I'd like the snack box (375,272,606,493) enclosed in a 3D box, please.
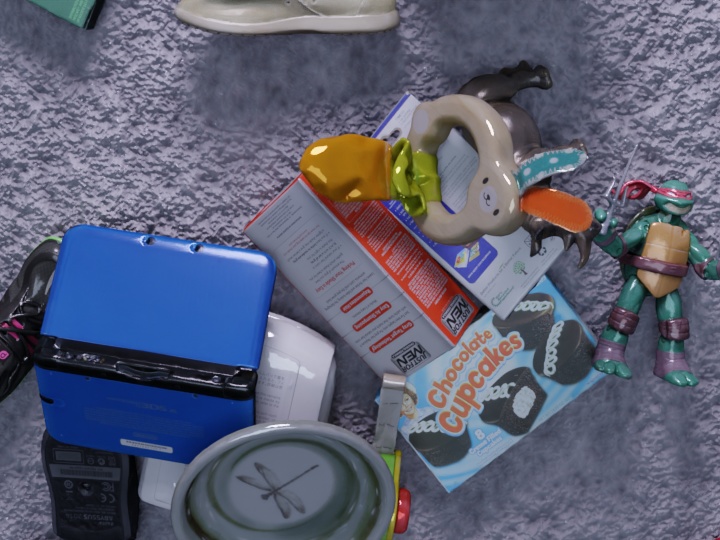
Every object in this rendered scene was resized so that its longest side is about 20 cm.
[{"bbox_3d":[0.124,0.101,1.174,0.199,0.037,0.117,-39,96,11],"label":"snack box"}]

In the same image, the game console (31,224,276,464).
[{"bbox_3d":[-0.180,0.072,1.129,0.197,0.119,0.172,9,133,5],"label":"game console"}]

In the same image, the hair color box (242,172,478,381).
[{"bbox_3d":[0.000,0.000,1.128,0.200,0.061,0.101,48,134,-6],"label":"hair color box"}]

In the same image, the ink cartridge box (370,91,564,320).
[{"bbox_3d":[0.088,-0.059,1.128,0.200,0.039,0.100,43,101,7],"label":"ink cartridge box"}]

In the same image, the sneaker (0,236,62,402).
[{"bbox_3d":[-0.319,0.060,1.169,0.076,0.084,0.201,34,102,-5],"label":"sneaker"}]

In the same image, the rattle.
[{"bbox_3d":[0.070,-0.078,1.004,0.142,0.199,0.132,22,98,-40],"label":"rattle"}]

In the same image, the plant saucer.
[{"bbox_3d":[-0.069,0.196,1.110,0.197,0.051,0.202,-5,127,-6],"label":"plant saucer"}]

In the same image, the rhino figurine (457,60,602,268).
[{"bbox_3d":[0.145,-0.089,1.074,0.086,0.060,0.202,-19,71,-11],"label":"rhino figurine"}]

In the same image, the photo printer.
[{"bbox_3d":[-0.113,0.135,1.180,0.164,0.069,0.203,13,102,2],"label":"photo printer"}]

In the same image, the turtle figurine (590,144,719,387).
[{"bbox_3d":[0.268,-0.004,1.110,0.147,0.101,0.203,10,99,8],"label":"turtle figurine"}]

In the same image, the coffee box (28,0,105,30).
[{"bbox_3d":[-0.304,-0.313,1.108,0.198,0.044,0.124,26,102,-3],"label":"coffee box"}]

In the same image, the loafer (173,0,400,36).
[{"bbox_3d":[-0.064,-0.240,1.097,0.197,0.076,0.069,-2,101,-6],"label":"loafer"}]

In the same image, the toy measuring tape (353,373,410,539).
[{"bbox_3d":[0.018,0.192,1.158,0.072,0.074,0.202,10,124,1],"label":"toy measuring tape"}]

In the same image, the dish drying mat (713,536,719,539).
[{"bbox_3d":[0.412,0.264,1.201,0.198,0.018,0.078,-26,99,9],"label":"dish drying mat"}]

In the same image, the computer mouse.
[{"bbox_3d":[-0.264,0.214,1.220,0.136,0.053,0.203,7,113,4],"label":"computer mouse"}]
